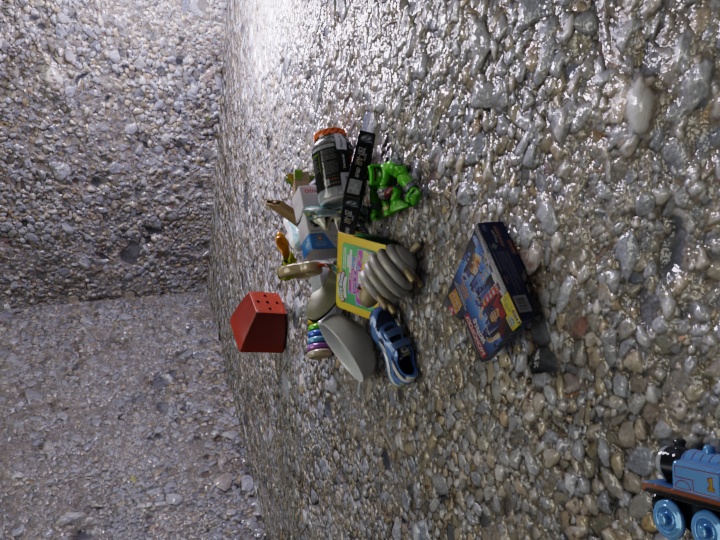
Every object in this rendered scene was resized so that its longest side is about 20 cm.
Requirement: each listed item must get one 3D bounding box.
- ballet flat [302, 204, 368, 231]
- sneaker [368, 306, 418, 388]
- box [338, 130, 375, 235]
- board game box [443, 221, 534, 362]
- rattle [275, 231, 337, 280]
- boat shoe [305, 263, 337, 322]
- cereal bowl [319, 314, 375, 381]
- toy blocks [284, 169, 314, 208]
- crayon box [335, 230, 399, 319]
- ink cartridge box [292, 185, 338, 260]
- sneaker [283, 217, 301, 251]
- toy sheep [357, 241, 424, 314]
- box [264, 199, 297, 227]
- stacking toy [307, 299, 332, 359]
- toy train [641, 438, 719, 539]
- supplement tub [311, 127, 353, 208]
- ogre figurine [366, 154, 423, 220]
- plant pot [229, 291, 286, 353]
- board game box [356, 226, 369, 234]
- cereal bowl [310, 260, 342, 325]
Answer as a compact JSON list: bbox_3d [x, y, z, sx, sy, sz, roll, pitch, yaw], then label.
[{"bbox_3d":[-0.072,-0.141,1.677,0.195,0.074,0.077,-1,95,24],"label":"ballet flat"},{"bbox_3d":[0.085,0.179,1.476,0.082,0.073,0.204,-32,80,61],"label":"sneaker"},{"bbox_3d":[-0.009,-0.217,1.526,0.161,0.042,0.204,101,-178,-61],"label":"box"},{"bbox_3d":[0.232,0.053,1.135,0.201,0.060,0.204,118,141,-53],"label":"board game box"},{"bbox_3d":[-0.143,-0.045,1.677,0.198,0.128,0.147,-17,60,47],"label":"rattle"},{"bbox_3d":[-0.086,0.071,1.682,0.064,0.072,0.203,87,-155,-46],"label":"boat shoe"},{"bbox_3d":[-0.024,0.198,1.668,0.200,0.083,0.201,47,162,19],"label":"cereal bowl"},{"bbox_3d":[-0.198,-0.240,2.033,0.200,0.097,0.141,152,116,-79],"label":"toy blocks"},{"bbox_3d":[0.014,0.013,1.572,0.170,0.057,0.206,18,112,42],"label":"crayon box"},{"bbox_3d":[-0.108,-0.142,1.791,0.084,0.141,0.205,133,128,-58],"label":"ink cartridge box"},{"bbox_3d":[-0.215,-0.154,2.157,0.082,0.073,0.202,-46,41,22],"label":"sneaker"},{"bbox_3d":[0.071,0.010,1.422,0.199,0.138,0.139,-42,43,9],"label":"toy sheep"},{"bbox_3d":[-0.204,-0.164,1.975,0.022,0.198,0.163,-58,24,-8],"label":"box"},{"bbox_3d":[-0.145,0.186,2.024,0.085,0.083,0.206,137,129,-61],"label":"stacking toy"},{"bbox_3d":[0.422,0.264,0.710,0.199,0.084,0.118,164,109,-68],"label":"toy train"},{"bbox_3d":[-0.071,-0.284,1.708,0.122,0.119,0.206,151,112,-64],"label":"supplement tub"},{"bbox_3d":[0.069,-0.193,1.430,0.200,0.096,0.123,167,88,-80],"label":"ogre figurine"},{"bbox_3d":[-0.402,0.199,2.499,0.201,0.195,0.179,57,133,47],"label":"plant pot"},{"bbox_3d":[0.000,0.000,1.700,0.137,0.034,0.204,-119,33,-44],"label":"board game box"},{"bbox_3d":[-0.094,0.066,1.853,0.200,0.081,0.206,172,90,-77],"label":"cereal bowl"}]
